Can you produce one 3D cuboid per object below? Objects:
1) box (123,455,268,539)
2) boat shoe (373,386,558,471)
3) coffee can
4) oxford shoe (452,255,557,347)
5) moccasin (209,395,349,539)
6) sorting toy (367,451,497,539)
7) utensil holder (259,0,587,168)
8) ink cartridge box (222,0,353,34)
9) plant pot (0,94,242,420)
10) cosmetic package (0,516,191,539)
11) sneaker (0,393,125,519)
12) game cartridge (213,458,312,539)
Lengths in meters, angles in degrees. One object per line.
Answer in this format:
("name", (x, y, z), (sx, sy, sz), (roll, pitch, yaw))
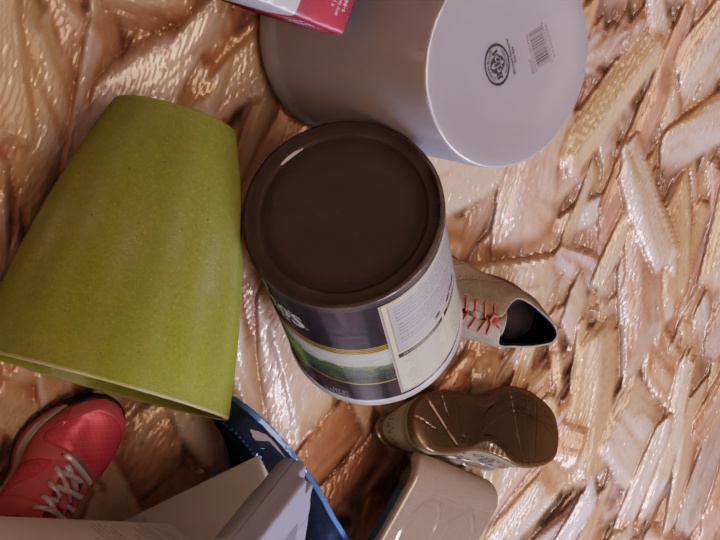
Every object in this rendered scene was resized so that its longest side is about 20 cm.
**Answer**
("box", (-0.135, 0.255, 1.292), (0.199, 0.098, 0.125), (-25, 122, 0))
("boat shoe", (0.100, 0.141, 1.506), (0.199, 0.062, 0.074), (14, 70, -41))
("coffee can", (0.000, 0.000, 1.266), (0.146, 0.146, 0.200), (-48, 158, -14))
("oxford shoe", (0.090, 0.026, 1.440), (0.199, 0.075, 0.071), (9, 101, -38))
("moccasin", (-0.071, 0.189, 1.374), (0.068, 0.080, 0.201), (-40, 125, -14))
("sorting toy", (0.040, 0.264, 1.485), (0.185, 0.036, 0.201), (30, 85, -60))
("utensil holder", (0.046, -0.171, 1.255), (0.169, 0.199, 0.171), (-12, 111, -34))
("ink cartridge box", (-0.102, -0.269, 1.149), (0.199, 0.144, 0.146), (16, 96, -38))
("plant pot", (-0.157, -0.015, 1.192), (0.186, 0.186, 0.202), (22, 79, -39))
("cosmetic package", (-0.205, 0.230, 1.130), (0.199, 0.085, 0.109), (7, 101, -38))
("sneaker", (-0.238, 0.180, 1.239), (0.200, 0.087, 0.074), (-46, 128, -15))
("game cartridge", (-0.082, 0.246, 1.171), (0.133, 0.040, 0.201), (-53, 155, -61))
